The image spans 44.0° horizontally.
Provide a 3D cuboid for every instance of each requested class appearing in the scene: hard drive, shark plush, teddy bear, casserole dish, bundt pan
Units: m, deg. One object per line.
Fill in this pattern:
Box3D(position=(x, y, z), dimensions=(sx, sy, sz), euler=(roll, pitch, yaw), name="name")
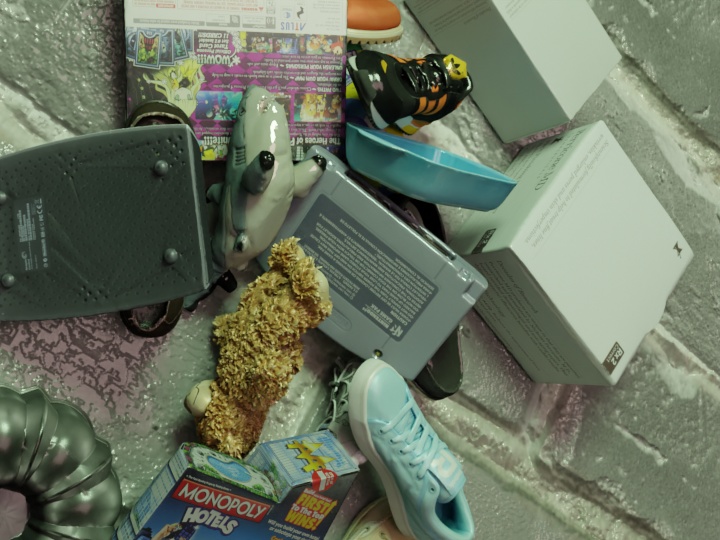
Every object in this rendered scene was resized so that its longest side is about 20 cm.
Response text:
Box3D(position=(-0.207, -0.034, 0.693), dimensions=(0.042, 0.196, 0.138), euler=(-1, 84, -72), name="hard drive")
Box3D(position=(-0.104, -0.054, 0.778), dimensions=(0.083, 0.202, 0.090), euler=(37, 33, 22), name="shark plush")
Box3D(position=(-0.092, 0.065, 0.755), dimensions=(0.066, 0.146, 0.201), euler=(19, 120, -36), name="teddy bear")
Box3D(position=(0.063, -0.091, 0.822), dimensions=(0.199, 0.120, 0.039), euler=(4, 111, -54), name="casserole dish")
Box3D(position=(-0.272, 0.188, 0.681), dimensions=(0.199, 0.075, 0.206), euler=(4, 83, -31), name="bundt pan")

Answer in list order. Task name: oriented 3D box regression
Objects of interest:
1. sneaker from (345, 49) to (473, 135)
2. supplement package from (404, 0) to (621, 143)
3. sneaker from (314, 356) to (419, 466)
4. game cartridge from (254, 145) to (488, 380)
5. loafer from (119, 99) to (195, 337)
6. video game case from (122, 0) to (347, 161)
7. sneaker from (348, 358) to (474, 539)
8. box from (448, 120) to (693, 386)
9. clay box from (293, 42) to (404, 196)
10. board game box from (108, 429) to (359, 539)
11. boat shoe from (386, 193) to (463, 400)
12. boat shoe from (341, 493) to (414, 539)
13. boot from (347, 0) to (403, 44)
Box3D(position=(0.052, -0.178, 0.824), dimensions=(0.071, 0.089, 0.200), euler=(66, 17, 4), name="sneaker")
Box3D(position=(0.166, -0.261, 0.963), dimensions=(0.117, 0.117, 0.201), euler=(-47, 108, -26), name="supplement package")
Box3D(position=(-0.009, 0.124, 0.855), dimensions=(0.082, 0.074, 0.200), euler=(50, 52, -10), name="sneaker")
Box3D(position=(0.000, 0.000, 0.807), dimensions=(0.199, 0.041, 0.134), euler=(39, 109, 3), name="game cartridge")
Box3D(position=(-0.165, -0.039, 0.742), dimensions=(0.072, 0.071, 0.204), euler=(0, 98, -15), name="loafer")
Box3D(position=(-0.109, -0.189, 0.785), dimensions=(0.196, 0.036, 0.185), euler=(-2, 101, -15), name="video game case")
Box3D(position=(0.056, 0.164, 0.797), dimensions=(0.074, 0.081, 0.202), euler=(-48, 126, -38), name="sneaker")
Box3D(position=(0.225, -0.014, 0.967), dimensions=(0.201, 0.130, 0.200), euler=(49, 63, -18), name="box")
Box3D(position=(-0.022, -0.136, 0.878), dimensions=(0.114, 0.047, 0.202), euler=(-33, 103, -30), name="clay box")
Box3D(position=(-0.104, 0.206, 0.711), dimensions=(0.201, 0.062, 0.199), euler=(-53, 133, 2), name="board game box")
Box3D(position=(0.059, 0.025, 0.846), dimensions=(0.073, 0.063, 0.205), euler=(-16, 93, -36), name="boat shoe")
Box3D(position=(0.008, 0.280, 0.845), dimensions=(0.199, 0.065, 0.073), euler=(-31, 101, -29), name="boat shoe")
Box3D(position=(-0.036, -0.281, 0.836), dimensions=(0.197, 0.075, 0.109), euler=(13, 113, -24), name="boot")
